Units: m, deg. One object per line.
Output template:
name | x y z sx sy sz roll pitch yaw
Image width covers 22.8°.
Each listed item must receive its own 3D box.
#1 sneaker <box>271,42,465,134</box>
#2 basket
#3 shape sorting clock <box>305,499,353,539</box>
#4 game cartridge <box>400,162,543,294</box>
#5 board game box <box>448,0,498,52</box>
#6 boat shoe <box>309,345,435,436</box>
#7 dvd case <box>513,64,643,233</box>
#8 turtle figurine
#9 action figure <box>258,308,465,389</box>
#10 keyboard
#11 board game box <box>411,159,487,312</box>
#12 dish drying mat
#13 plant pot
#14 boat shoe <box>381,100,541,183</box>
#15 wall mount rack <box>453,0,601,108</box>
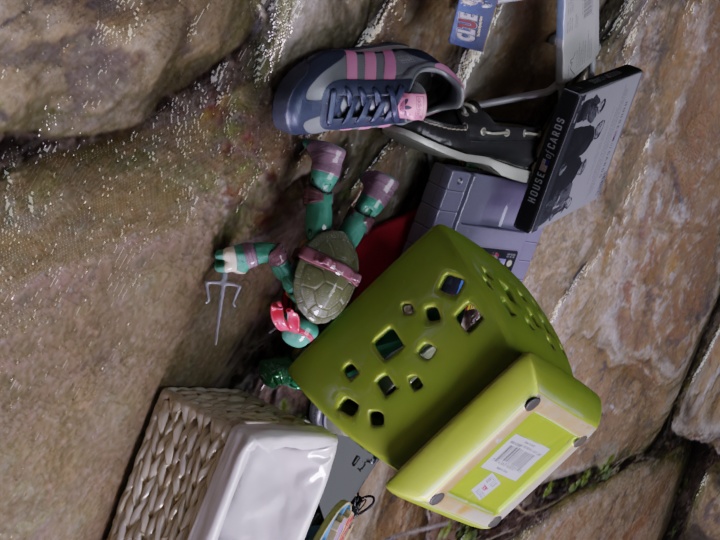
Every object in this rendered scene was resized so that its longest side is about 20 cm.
sneaker | 0.011 -0.154 1.550 0.200 0.082 0.070 -23 130 -44
basket | -0.130 0.210 1.573 0.135 0.123 0.201 8 105 -55
shape sorting clock | -0.052 0.312 1.696 0.200 0.039 0.201 19 90 -80
game cartridge | 0.118 -0.035 1.785 0.200 0.038 0.130 4 105 -53
board game box | 0.118 -0.292 1.530 0.200 0.034 0.136 102 4 -71
boat shoe | 0.035 0.116 1.785 0.200 0.062 0.072 -32 136 -38
dvd case | 0.223 -0.125 1.801 0.200 0.025 0.151 -26 138 -61
turtle figurine | -0.042 -0.005 1.561 0.150 0.100 0.201 34 77 -48
action figure | -0.009 0.070 1.685 0.199 0.055 0.118 -19 163 -31
keyboard | -0.060 0.253 1.790 0.104 0.040 0.200 41 80 -33
board game box | 0.114 -0.051 1.815 0.105 0.023 0.201 -8 118 -49
dish drying mat | 0.000 0.000 1.698 0.200 0.018 0.077 -25 129 -43
plant pot | 0.089 0.108 1.590 0.199 0.182 0.200 -44 147 9
boat shoe | 0.101 -0.131 1.685 0.200 0.074 0.061 13 98 -43
wall mount rack | 0.170 -0.233 1.726 0.174 0.074 0.201 -40 140 -36
